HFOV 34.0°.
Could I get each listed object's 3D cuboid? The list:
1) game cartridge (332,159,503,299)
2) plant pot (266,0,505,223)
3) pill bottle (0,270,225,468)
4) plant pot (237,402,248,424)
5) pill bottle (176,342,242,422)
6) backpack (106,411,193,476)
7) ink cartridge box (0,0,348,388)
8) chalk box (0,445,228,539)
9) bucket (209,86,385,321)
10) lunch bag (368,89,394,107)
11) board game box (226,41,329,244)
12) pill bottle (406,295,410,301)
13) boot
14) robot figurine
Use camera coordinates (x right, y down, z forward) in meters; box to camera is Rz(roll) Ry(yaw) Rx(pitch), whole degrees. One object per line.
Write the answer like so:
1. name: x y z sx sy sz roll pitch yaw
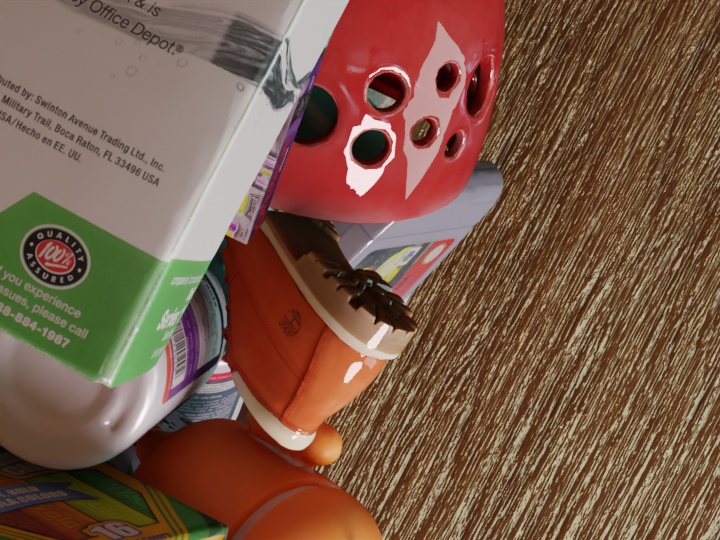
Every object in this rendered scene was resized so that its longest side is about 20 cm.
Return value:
1. game cartridge: 0.000 0.000 0.810 0.133 0.041 0.200 -6 145 -50
2. plant pot: -0.010 -0.155 0.680 0.201 0.199 0.183 -56 162 -56
3. pill bottle: -0.145 0.039 0.710 0.112 0.111 0.200 -62 176 10
4. plant pot: -0.082 0.048 1.243 0.198 0.200 0.201 -48 168 -43
5. pill bottle: -0.151 0.085 0.997 0.120 0.119 0.200 -58 176 -43
6. backpack: -0.177 0.171 0.851 0.155 0.199 0.190 -67 169 7
7. ink cartridge box: -0.093 -0.085 0.402 0.201 0.146 0.083 -61 178 1
8. chalk box: -0.188 0.170 0.638 0.124 0.199 0.125 -2 105 -52
9. bucket: -0.044 -0.050 0.880 0.207 0.135 0.207 -32 163 -11
10. lunch bag: 0.002 -0.205 0.982 0.200 0.117 0.164 -45 167 -35
11. board game box: -0.079 -0.114 0.577 0.032 0.120 0.201 -56 173 -48
12. pill bottle: -0.044 -0.024 1.046 0.112 0.199 0.111 -61 177 -6
13. boot: -0.056 0.012 0.689 0.075 0.200 0.108 18 114 -41
14. robot figurine: -0.065 0.163 0.695 0.144 0.199 0.117 -41 131 -23
